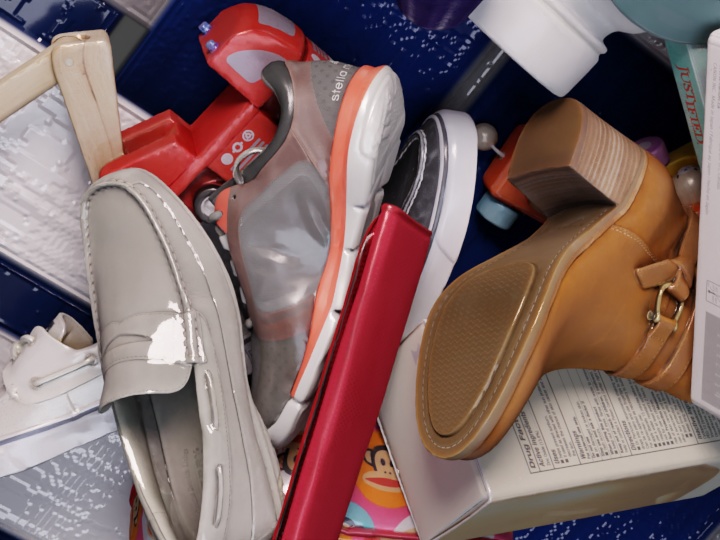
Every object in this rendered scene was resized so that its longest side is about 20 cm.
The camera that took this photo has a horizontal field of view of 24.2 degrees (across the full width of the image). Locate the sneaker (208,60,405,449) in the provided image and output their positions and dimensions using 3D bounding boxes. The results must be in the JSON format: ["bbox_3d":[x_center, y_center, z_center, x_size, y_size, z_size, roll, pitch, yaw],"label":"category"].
[{"bbox_3d":[-0.037,-0.012,0.835,0.082,0.077,0.200,16,103,10],"label":"sneaker"}]

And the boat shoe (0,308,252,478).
[{"bbox_3d":[-0.155,0.058,0.901,0.200,0.071,0.070,-22,91,3],"label":"boat shoe"}]

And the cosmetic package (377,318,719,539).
[{"bbox_3d":[0.113,0.076,0.900,0.200,0.105,0.071,-3,153,-32],"label":"cosmetic package"}]

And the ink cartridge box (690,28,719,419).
[{"bbox_3d":[0.246,-0.038,0.846,0.176,0.045,0.200,-19,120,-29],"label":"ink cartridge box"}]

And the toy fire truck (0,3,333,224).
[{"bbox_3d":[-0.125,-0.072,0.846,0.141,0.049,0.200,39,103,-26],"label":"toy fire truck"}]

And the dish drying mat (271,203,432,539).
[{"bbox_3d":[-0.008,0.069,0.816,0.018,0.077,0.200,15,86,18],"label":"dish drying mat"}]

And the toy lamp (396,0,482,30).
[{"bbox_3d":[0.048,-0.171,0.695,0.058,0.058,0.200,-5,153,-10],"label":"toy lamp"}]

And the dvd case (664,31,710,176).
[{"bbox_3d":[0.250,-0.106,0.874,0.200,0.022,0.146,-33,118,-23],"label":"dvd case"}]

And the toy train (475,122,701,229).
[{"bbox_3d":[0.162,-0.080,0.903,0.150,0.056,0.200,32,105,-25],"label":"toy train"}]

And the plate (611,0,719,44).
[{"bbox_3d":[0.189,-0.186,0.746,0.200,0.026,0.200,-18,131,-22],"label":"plate"}]

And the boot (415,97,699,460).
[{"bbox_3d":[0.119,0.032,0.841,0.155,0.074,0.200,38,69,-33],"label":"boot"}]

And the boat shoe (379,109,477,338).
[{"bbox_3d":[0.000,0.000,0.902,0.068,0.072,0.200,14,119,-20],"label":"boat shoe"}]

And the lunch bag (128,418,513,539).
[{"bbox_3d":[-0.028,0.150,0.939,0.200,0.082,0.176,13,142,-18],"label":"lunch bag"}]

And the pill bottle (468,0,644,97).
[{"bbox_3d":[0.132,-0.188,0.811,0.113,0.113,0.200,37,103,-25],"label":"pill bottle"}]

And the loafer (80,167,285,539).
[{"bbox_3d":[-0.092,0.047,0.800,0.070,0.070,0.200,-25,83,32],"label":"loafer"}]
